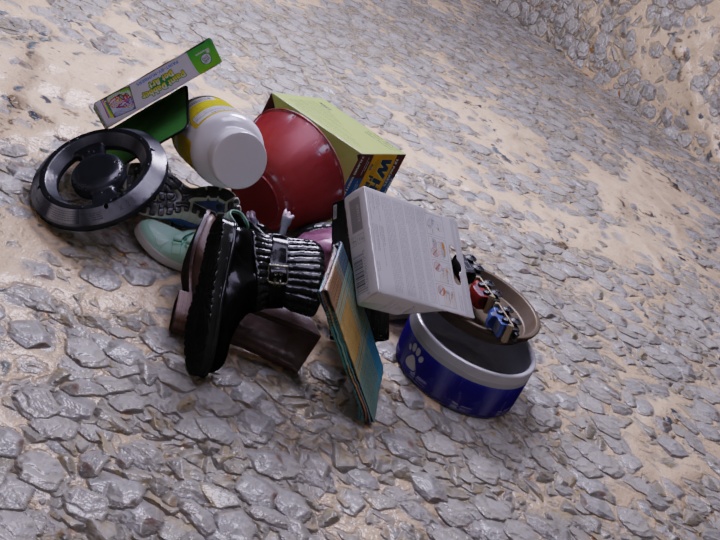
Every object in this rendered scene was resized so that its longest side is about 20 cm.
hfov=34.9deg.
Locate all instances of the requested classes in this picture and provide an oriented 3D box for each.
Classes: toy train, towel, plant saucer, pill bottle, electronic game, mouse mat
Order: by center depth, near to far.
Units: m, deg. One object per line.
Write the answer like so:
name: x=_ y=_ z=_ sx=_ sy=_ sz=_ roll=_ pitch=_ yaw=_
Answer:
towel: x=-0.011 y=0.082 z=1.513 sx=0.021 sy=0.203 sz=0.147 roll=-13 pitch=23 yaw=13
electronic game: x=-0.366 y=-0.130 z=1.607 sx=0.196 sy=0.042 sz=0.202 roll=-5 pitch=47 yaw=5
toy train: x=0.180 y=0.037 z=1.672 sx=0.045 sy=0.034 sz=0.201 roll=8 pitch=31 yaw=-27
pill bottle: x=-0.205 y=-0.185 z=1.684 sx=0.110 sy=0.113 sz=0.200 roll=12 pitch=14 yaw=-26
plant saucer: x=0.177 y=0.049 z=1.718 sx=0.197 sy=0.030 sz=0.201 roll=21 pitch=27 yaw=-11
mouse mat: x=-0.341 y=-0.201 z=1.724 sx=0.008 sy=0.198 sz=0.162 roll=55 pitch=10 yaw=-31

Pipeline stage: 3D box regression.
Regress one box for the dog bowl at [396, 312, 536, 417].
dog bowl: x=0.154 y=0.122 z=1.686 sx=0.197 sy=0.080 sz=0.201 roll=22 pitch=27 yaw=-11

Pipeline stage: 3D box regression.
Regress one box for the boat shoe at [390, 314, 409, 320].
boat shoe: x=0.068 y=0.036 z=1.771 sx=0.197 sy=0.073 sz=0.073 roll=16 pitch=27 yaw=-21

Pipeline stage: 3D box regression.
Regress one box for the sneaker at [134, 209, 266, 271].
sneaker: x=-0.217 y=-0.051 z=1.611 sx=0.198 sy=0.119 sz=0.074 roll=27 pitch=27 yaw=6

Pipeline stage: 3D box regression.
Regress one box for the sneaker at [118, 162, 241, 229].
sneaker: x=-0.280 y=-0.097 z=1.688 sx=0.197 sy=0.089 sz=0.080 roll=18 pitch=71 yaw=-21

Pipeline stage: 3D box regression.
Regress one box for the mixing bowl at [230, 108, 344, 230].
mixing bowl: x=-0.134 y=-0.139 z=1.804 sx=0.199 sy=0.202 sz=0.108 roll=35 pitch=48 yaw=17

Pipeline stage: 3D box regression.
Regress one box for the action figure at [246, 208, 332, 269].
action figure: x=-0.114 y=-0.017 z=1.707 sx=0.196 sy=0.152 sz=0.134 roll=-2 pitch=5 yaw=-14

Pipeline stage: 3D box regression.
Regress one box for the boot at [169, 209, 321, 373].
boot: x=-0.143 y=0.029 z=1.534 sx=0.197 sy=0.064 sz=0.189 roll=16 pitch=65 yaw=-13

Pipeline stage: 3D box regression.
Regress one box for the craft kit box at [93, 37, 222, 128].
craft kit box: x=-0.313 y=-0.282 z=1.746 sx=0.049 sy=0.195 sz=0.200 roll=63 pitch=-9 yaw=-12

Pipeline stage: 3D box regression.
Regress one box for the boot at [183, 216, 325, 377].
boot: x=-0.130 y=0.045 z=1.458 sx=0.156 sy=0.215 sz=0.079 roll=18 pitch=-15 yaw=-26

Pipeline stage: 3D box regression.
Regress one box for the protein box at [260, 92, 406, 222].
protein box: x=-0.063 y=-0.192 z=1.964 sx=0.197 sy=0.136 sz=0.199 roll=35 pitch=17 yaw=17

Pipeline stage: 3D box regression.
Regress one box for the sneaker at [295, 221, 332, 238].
sneaker: x=-0.008 y=-0.019 z=1.808 sx=0.197 sy=0.067 sz=0.091 roll=17 pitch=25 yaw=-24

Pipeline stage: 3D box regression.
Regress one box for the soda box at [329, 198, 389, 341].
soda box: x=0.000 y=0.000 z=1.643 sx=0.070 sy=0.204 sz=0.063 roll=7 pitch=-11 yaw=-33

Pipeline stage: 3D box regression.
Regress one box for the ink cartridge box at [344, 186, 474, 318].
ink cartridge box: x=0.068 y=-0.015 z=1.609 sx=0.198 sy=0.050 sz=0.164 roll=17 pitch=56 yaw=-44
